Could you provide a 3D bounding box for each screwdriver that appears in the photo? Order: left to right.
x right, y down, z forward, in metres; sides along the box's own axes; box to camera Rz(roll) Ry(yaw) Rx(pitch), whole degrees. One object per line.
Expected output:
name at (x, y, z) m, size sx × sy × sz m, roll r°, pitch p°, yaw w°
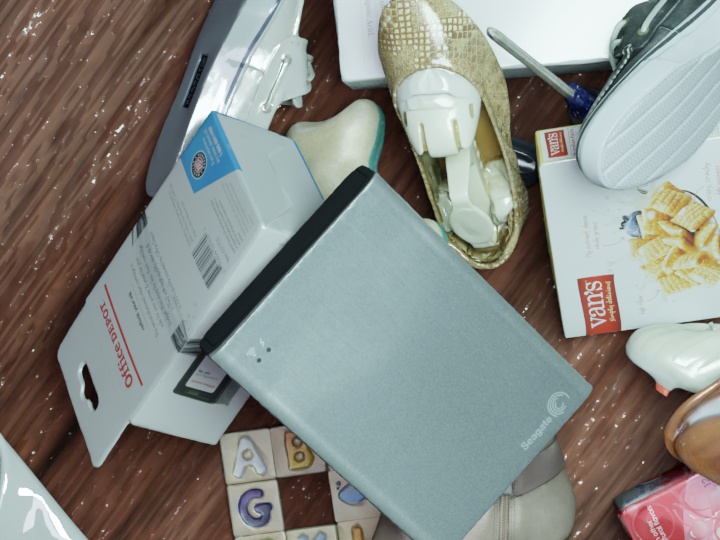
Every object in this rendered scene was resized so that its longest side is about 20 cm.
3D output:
screwdriver at (0.120, -0.110, 1.347) m, size 0.029 × 0.200 × 0.028 m, roll -28°, pitch 65°, yaw 14°
screwdriver at (0.150, -0.050, 1.434) m, size 0.199 × 0.028 × 0.029 m, roll 19°, pitch 122°, yaw 4°

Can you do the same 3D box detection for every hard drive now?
hard drive at (0.024, 0.056, 1.328) m, size 0.140 × 0.033 × 0.200 m, roll -48°, pitch 115°, yaw -3°

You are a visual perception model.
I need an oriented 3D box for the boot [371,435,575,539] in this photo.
boot at (0.035, 0.162, 1.414) m, size 0.199 × 0.070 × 0.147 m, roll -4°, pitch 105°, yaw -13°

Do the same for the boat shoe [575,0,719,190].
boat shoe at (0.178, -0.121, 1.326) m, size 0.071 × 0.072 × 0.200 m, roll 25°, pitch 56°, yaw 35°

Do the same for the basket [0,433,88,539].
basket at (-0.233, 0.212, 1.427) m, size 0.123 × 0.136 × 0.200 m, roll -40°, pitch 89°, yaw 9°

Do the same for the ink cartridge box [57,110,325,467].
ink cartridge box at (-0.100, 0.020, 1.394) m, size 0.068 × 0.116 × 0.200 m, roll 18°, pitch 121°, yaw -34°

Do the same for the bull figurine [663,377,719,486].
bull figurine at (0.279, 0.114, 1.367) m, size 0.199 × 0.065 × 0.122 m, roll 23°, pitch 127°, yaw -23°

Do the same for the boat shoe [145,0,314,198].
boat shoe at (-0.064, -0.126, 1.437) m, size 0.070 × 0.071 × 0.201 m, roll 22°, pitch 90°, yaw -23°

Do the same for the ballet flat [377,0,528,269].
ballet flat at (0.059, -0.077, 1.366) m, size 0.070 × 0.065 × 0.200 m, roll -12°, pitch 134°, yaw 17°

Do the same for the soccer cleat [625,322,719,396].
soccer cleat at (0.263, 0.050, 1.404) m, size 0.199 × 0.069 × 0.078 m, roll 11°, pitch 112°, yaw -3°

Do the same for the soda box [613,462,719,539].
soda box at (0.231, 0.217, 1.418) m, size 0.070 × 0.063 × 0.201 m, roll -27°, pitch 90°, yaw 6°

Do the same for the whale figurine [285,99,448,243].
whale figurine at (0.000, 0.000, 1.421) m, size 0.159 × 0.104 × 0.201 m, roll -19°, pitch 66°, yaw 38°

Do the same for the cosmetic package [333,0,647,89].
cosmetic package at (0.085, -0.173, 1.407) m, size 0.199 × 0.081 × 0.113 m, roll -6°, pitch 90°, yaw 6°

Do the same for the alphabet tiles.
alphabet tiles at (0.019, 0.172, 1.464) m, size 0.199 × 0.008 × 0.168 m, roll -9°, pitch 91°, yaw 6°

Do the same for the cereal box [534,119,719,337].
cereal box at (0.211, -0.034, 1.384) m, size 0.199 × 0.040 × 0.144 m, roll -9°, pitch 131°, yaw 5°
